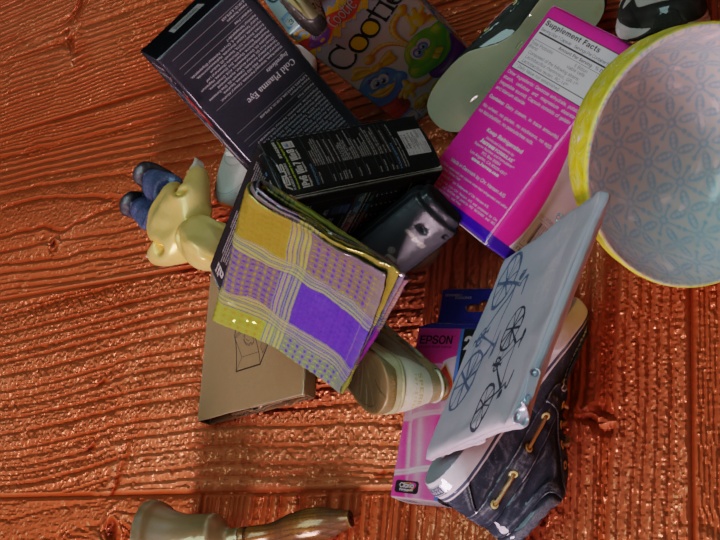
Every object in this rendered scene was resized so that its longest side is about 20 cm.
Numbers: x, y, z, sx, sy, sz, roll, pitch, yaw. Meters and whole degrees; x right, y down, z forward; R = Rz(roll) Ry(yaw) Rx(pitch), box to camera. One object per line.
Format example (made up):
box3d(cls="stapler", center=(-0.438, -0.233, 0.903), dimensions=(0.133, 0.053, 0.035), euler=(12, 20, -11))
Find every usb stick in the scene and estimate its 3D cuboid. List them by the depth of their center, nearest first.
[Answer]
box3d(cls="usb stick", center=(0.000, 0.000, 0.977), dimensions=(0.200, 0.055, 0.033), euler=(-39, 12, 27))

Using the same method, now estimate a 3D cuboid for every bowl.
box3d(cls="bowl", center=(0.239, -0.095, 0.883), dimensions=(0.200, 0.200, 0.108), euler=(-57, 23, 2))

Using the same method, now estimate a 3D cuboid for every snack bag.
box3d(cls="snack bag", center=(0.116, 0.044, 0.830), dimensions=(0.189, 0.021, 0.200), euler=(-65, 6, -21))

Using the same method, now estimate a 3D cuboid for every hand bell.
box3d(cls="hand bell", center=(-0.101, 0.244, 1.049), dimensions=(0.200, 0.104, 0.104), euler=(-15, 61, 17))

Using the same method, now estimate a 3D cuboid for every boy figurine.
box3d(cls="boy figurine", center=(-0.191, -0.059, 1.223), dimensions=(0.200, 0.064, 0.125), euler=(33, 101, 49))

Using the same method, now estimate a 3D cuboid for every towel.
box3d(cls="towel", center=(-0.049, 0.019, 0.925), dimensions=(0.143, 0.200, 0.023), euler=(31, 53, 4))

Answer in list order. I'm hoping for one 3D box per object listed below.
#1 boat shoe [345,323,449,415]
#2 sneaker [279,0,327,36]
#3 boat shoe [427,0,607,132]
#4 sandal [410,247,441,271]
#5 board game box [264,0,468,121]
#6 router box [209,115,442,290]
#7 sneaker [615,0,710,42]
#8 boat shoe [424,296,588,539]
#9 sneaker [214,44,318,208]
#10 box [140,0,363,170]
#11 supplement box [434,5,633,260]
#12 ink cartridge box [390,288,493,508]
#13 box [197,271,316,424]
box3d(cls="boat shoe", center=(0.013, 0.075, 1.023), dimensions=(0.201, 0.063, 0.073), euler=(-149, 61, -67))
box3d(cls="sneaker", center=(-0.047, -0.291, 0.974), dimensions=(0.088, 0.077, 0.200), euler=(-25, 60, 17))
box3d(cls="boat shoe", center=(0.146, -0.205, 1.064), dimensions=(0.201, 0.074, 0.063), euler=(-40, 15, 28))
box3d(cls="sandal", center=(-0.002, -0.084, 1.112), dimensions=(0.078, 0.070, 0.212), euler=(-42, 52, 14))
box3d(cls="board game box", center=(0.007, -0.239, 1.088), dimensions=(0.105, 0.200, 0.103), euler=(-43, 51, 14))
box3d(cls="router box", center=(-0.036, -0.043, 0.994), dimensions=(0.062, 0.150, 0.200), euler=(63, 149, 22))
box3d(cls="sneaker", center=(0.243, -0.244, 0.928), dimensions=(0.074, 0.080, 0.200), euler=(-4, 28, 13))
box3d(cls="boat shoe", center=(0.142, 0.122, 0.919), dimensions=(0.200, 0.091, 0.071), euler=(-52, 9, -15))
box3d(cls="sneaker", center=(-0.124, -0.168, 1.225), dimensions=(0.076, 0.092, 0.200), euler=(13, 79, 40))
box3d(cls="box", center=(-0.106, -0.171, 1.087), dimensions=(0.104, 0.182, 0.200), euler=(-43, 19, -2))
box3d(cls="supplement box", center=(0.161, -0.108, 0.981), dimensions=(0.200, 0.101, 0.103), euler=(-52, 49, 6))
box3d(cls="ink cartridge box", center=(0.089, 0.106, 0.988), dimensions=(0.095, 0.037, 0.200), euler=(-2, 68, 37))
box3d(cls="box", center=(-0.102, 0.046, 1.145), dimensions=(0.163, 0.021, 0.200), euler=(-20, 60, 41))
